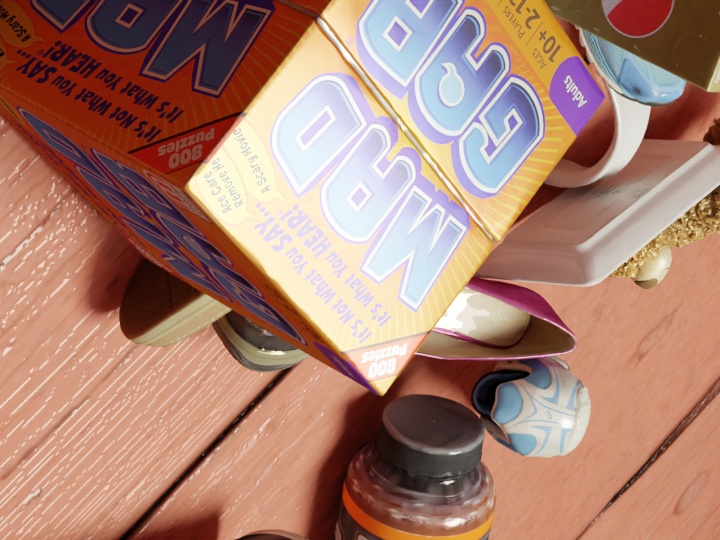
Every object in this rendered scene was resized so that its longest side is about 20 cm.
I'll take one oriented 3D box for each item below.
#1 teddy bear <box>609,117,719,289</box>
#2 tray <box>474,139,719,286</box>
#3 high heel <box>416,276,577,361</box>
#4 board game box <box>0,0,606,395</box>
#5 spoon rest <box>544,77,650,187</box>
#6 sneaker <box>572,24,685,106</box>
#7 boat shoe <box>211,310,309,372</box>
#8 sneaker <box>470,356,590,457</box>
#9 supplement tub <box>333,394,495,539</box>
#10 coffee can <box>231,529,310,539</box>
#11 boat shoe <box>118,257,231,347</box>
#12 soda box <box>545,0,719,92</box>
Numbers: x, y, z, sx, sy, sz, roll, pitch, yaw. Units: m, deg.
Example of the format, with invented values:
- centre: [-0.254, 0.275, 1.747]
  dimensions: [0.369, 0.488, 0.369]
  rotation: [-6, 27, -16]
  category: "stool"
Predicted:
- centre: [0.242, -0.049, 1.777]
  dimensions: [0.200, 0.145, 0.067]
  rotation: [-40, 119, -37]
  category: "teddy bear"
- centre: [0.172, -0.046, 1.703]
  dimensions: [0.200, 0.107, 0.022]
  rotation: [-36, 120, -39]
  category: "tray"
- centre: [0.053, 0.034, 1.604]
  dimensions: [0.200, 0.096, 0.068]
  rotation: [8, 100, -53]
  category: "high heel"
- centre: [-0.039, -0.099, 1.254]
  dimensions: [0.200, 0.200, 0.200]
  rotation: [-53, 138, -10]
  category: "board game box"
- centre: [0.172, -0.143, 1.668]
  dimensions: [0.099, 0.061, 0.201]
  rotation: [-20, 131, -46]
  category: "spoon rest"
- centre: [0.187, -0.201, 1.565]
  dimensions: [0.078, 0.090, 0.201]
  rotation: [-11, 107, -28]
  category: "sneaker"
- centre: [0.000, 0.000, 1.515]
  dimensions: [0.200, 0.075, 0.073]
  rotation: [-28, 162, -40]
  category: "boat shoe"
- centre: [0.108, 0.087, 1.710]
  dimensions: [0.200, 0.072, 0.072]
  rotation: [-175, -74, -84]
  category: "sneaker"
- centre: [0.034, 0.186, 1.701]
  dimensions: [0.107, 0.107, 0.201]
  rotation: [-21, 132, -44]
  category: "supplement tub"
- centre: [-0.109, 0.249, 1.517]
  dimensions: [0.200, 0.146, 0.147]
  rotation: [-11, 124, -51]
  category: "coffee can"
- centre: [-0.048, -0.013, 1.397]
  dimensions: [0.200, 0.071, 0.065]
  rotation: [-35, 130, 16]
  category: "boat shoe"
- centre: [0.154, -0.176, 1.484]
  dimensions: [0.064, 0.200, 0.068]
  rotation: [-5, 120, -52]
  category: "soda box"
